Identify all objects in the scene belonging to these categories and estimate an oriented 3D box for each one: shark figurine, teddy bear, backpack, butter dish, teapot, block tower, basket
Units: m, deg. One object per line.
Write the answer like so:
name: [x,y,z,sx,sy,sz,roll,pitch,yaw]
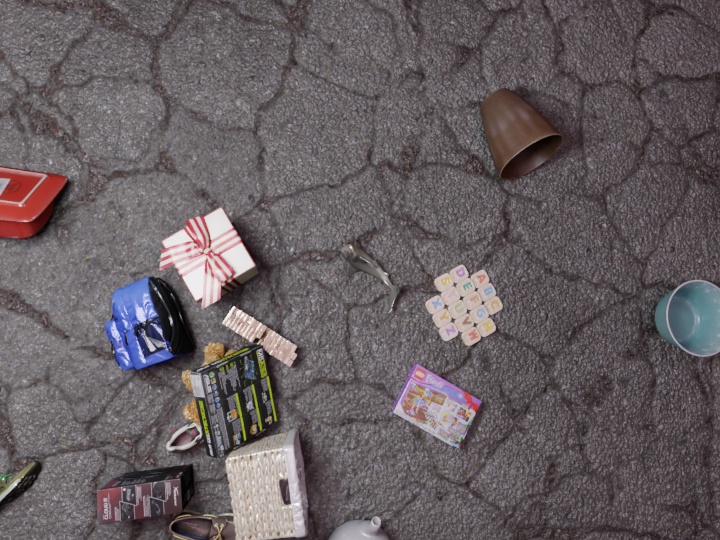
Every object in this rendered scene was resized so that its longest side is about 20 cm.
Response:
shark figurine: [0.012,0.006,1.405,0.214,0.129,0.089,42,105,-18]
teddy bear: [-0.348,0.265,1.282,0.145,0.067,0.201,45,45,-12]
backpack: [-0.508,0.124,1.268,0.165,0.163,0.203,-18,87,-6]
butter dish: [-0.821,-0.141,1.276,0.196,0.149,0.202,8,40,-6]
teapot: [-0.001,0.707,1.271,0.195,0.146,0.202,-29,88,-9]
block tower: [-0.247,0.165,1.351,0.198,0.058,0.054,34,80,-4]
basket: [-0.209,0.495,1.243,0.158,0.200,0.202,-8,85,-6]

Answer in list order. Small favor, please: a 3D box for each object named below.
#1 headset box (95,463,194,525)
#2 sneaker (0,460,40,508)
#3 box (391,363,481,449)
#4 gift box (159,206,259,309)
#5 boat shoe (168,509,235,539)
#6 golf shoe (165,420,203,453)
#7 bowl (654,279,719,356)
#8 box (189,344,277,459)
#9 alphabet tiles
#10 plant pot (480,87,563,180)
headset box: [-0.495,0.509,1.230,0.196,0.149,0.079,-4,83,-7]
sneaker: [-0.836,0.495,1.231,0.199,0.077,0.089,-39,81,-12]
box: [0.196,0.351,1.392,0.198,0.039,0.138,30,81,-3]
gift box: [-0.362,-0.017,1.291,0.199,0.187,0.186,-36,88,-11]
boat shoe: [-0.356,0.616,1.279,0.196,0.060,0.073,13,81,-5]
golf shoe: [-0.371,0.380,1.293,0.198,0.088,0.078,-31,86,-11]
bowl: [0.896,0.132,1.473,0.197,0.105,0.205,1,82,-7]
box: [-0.289,0.298,1.250,0.047,0.192,0.204,-4,101,34]
alphabet tiles: [0.281,0.093,1.446,0.193,0.015,0.202,-27,87,-10]
plant pot: [0.411,-0.383,1.450,0.184,0.187,0.202,-22,72,-9]
